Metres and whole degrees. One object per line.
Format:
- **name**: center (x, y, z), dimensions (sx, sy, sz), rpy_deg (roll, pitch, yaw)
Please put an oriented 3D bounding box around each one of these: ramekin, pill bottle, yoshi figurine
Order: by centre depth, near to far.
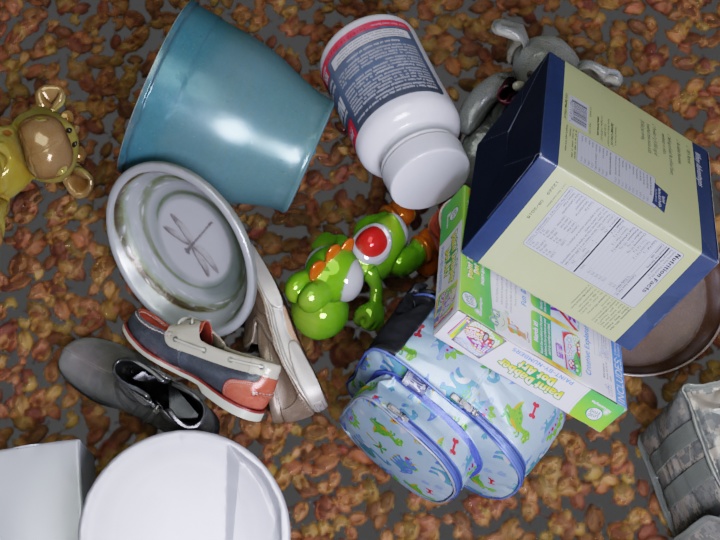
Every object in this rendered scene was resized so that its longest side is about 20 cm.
- **ramekin**: center (-0.173, 0.259, 1.259), dimensions (0.201, 0.094, 0.204), rpy_deg (3, 78, -13)
- **yoshi figurine**: center (-0.007, 0.007, 1.361), dimensions (0.199, 0.112, 0.113), rpy_deg (-29, 108, -40)
- **pill bottle**: center (0.040, -0.169, 1.399), dimensions (0.119, 0.120, 0.201), rpy_deg (-20, 55, -5)

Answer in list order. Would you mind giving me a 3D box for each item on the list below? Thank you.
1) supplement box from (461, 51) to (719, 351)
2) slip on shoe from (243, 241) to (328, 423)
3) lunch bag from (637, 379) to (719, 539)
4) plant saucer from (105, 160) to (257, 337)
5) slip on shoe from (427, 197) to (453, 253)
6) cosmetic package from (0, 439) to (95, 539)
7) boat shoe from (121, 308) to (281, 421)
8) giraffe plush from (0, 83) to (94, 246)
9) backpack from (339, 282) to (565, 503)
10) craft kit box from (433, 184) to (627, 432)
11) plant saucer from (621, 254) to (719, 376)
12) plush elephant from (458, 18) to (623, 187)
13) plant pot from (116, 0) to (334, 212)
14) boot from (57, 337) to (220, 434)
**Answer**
- **supplement box**: center (0.223, -0.069, 1.258), dimensions (0.199, 0.134, 0.201), rpy_deg (30, 37, -11)
- **slip on shoe**: center (-0.098, 0.066, 1.367), dimensions (0.060, 0.076, 0.201), rpy_deg (-24, 77, -1)
- **lunch bag**: center (0.359, 0.217, 1.239), dimensions (0.117, 0.164, 0.201), rpy_deg (-13, 68, -9)
- **plant saucer**: center (-0.178, -0.028, 1.360), dimensions (0.200, 0.201, 0.050), rpy_deg (36, 42, 14)
- **slip on shoe**: center (0.134, 0.015, 1.363), dimensions (0.074, 0.061, 0.201), rpy_deg (-34, 99, -26)
- **cosmetic package**: center (-0.319, 0.278, 1.288), dimensions (0.112, 0.081, 0.201), rpy_deg (-6, 68, -1)
- **boat shoe**: center (-0.165, 0.083, 1.338), dimensions (0.199, 0.071, 0.063), rpy_deg (29, 101, 31)
- **giraffe plush**: center (-0.380, -0.120, 1.421), dimensions (0.161, 0.174, 0.200), rpy_deg (-17, 34, -15)
- **backpack**: center (0.083, 0.141, 1.270), dimensions (0.199, 0.183, 0.147), rpy_deg (36, 67, 2)
- **craft kit box**: center (0.164, 0.033, 1.254), dimensions (0.197, 0.049, 0.201), rpy_deg (33, 35, -17)
- **plant saucer**: center (0.291, 0.021, 1.387), dimensions (0.199, 0.035, 0.202), rpy_deg (-1, 68, 2)
- **plush elephant**: center (0.191, -0.184, 1.402), dimensions (0.164, 0.155, 0.201), rpy_deg (18, 71, 9)
- **plant pot**: center (-0.136, -0.160, 1.398), dimensions (0.187, 0.200, 0.201), rpy_deg (24, 71, -5)
- **boot**: center (-0.231, 0.109, 1.320), dimensions (0.199, 0.131, 0.068), rpy_deg (27, 73, 12)
